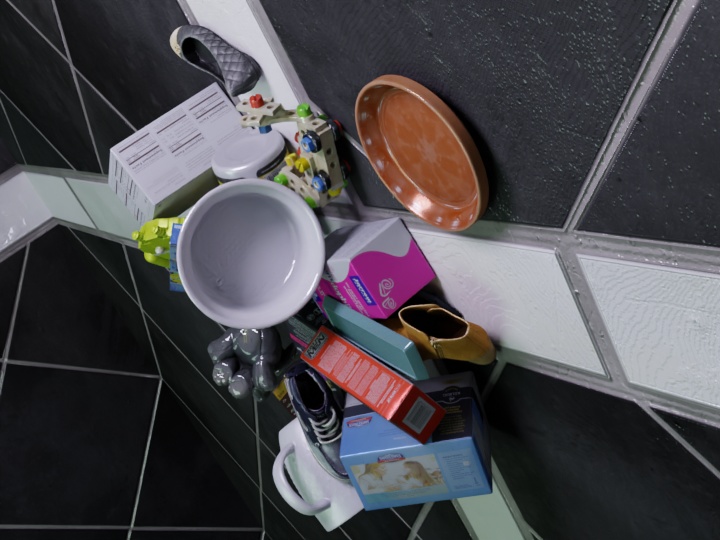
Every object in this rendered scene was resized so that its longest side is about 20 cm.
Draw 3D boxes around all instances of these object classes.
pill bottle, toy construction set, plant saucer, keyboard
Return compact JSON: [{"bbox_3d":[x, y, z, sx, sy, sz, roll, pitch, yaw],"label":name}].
[{"bbox_3d":[-0.137,-0.103,1.411,0.114,0.114,0.201,26,146,46],"label":"pill bottle"},{"bbox_3d":[-0.082,-0.162,1.262,0.131,0.092,0.200,31,160,41],"label":"toy construction set"},{"bbox_3d":[0.073,-0.136,1.072,0.200,0.032,0.201,41,156,23],"label":"plant saucer"},{"bbox_3d":[0.015,0.092,1.274,0.200,0.019,0.070,27,149,49],"label":"plant saucer"},{"bbox_3d":[0.077,0.056,1.367,0.104,0.040,0.200,29,157,-7],"label":"keyboard"}]

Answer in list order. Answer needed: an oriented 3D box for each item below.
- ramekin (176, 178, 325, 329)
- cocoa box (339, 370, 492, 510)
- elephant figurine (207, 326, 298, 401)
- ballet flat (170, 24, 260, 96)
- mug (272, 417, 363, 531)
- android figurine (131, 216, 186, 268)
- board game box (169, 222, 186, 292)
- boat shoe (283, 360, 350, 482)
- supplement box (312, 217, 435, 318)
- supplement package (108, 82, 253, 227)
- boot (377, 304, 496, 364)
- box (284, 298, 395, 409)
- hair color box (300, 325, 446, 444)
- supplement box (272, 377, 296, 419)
[{"bbox_3d":[-0.155,-0.026,1.276,0.201,0.200,0.098,58,170,-15],"label":"ramekin"},{"bbox_3d":[0.084,0.252,1.372,0.199,0.132,0.134,-12,127,14],"label":"cocoa box"},{"bbox_3d":[-0.172,0.146,1.620,0.142,0.155,0.200,68,-165,8],"label":"elephant figurine"},{"bbox_3d":[-0.220,-0.305,1.339,0.200,0.057,0.067,33,150,38],"label":"ballet flat"},{"bbox_3d":[-0.061,0.315,1.499,0.176,0.200,0.148,53,127,7],"label":"mug"},{"bbox_3d":[-0.266,-0.039,1.473,0.181,0.041,0.200,-11,161,35],"label":"android figurine"},{"bbox_3d":[-0.221,-0.010,1.419,0.134,0.035,0.200,7,158,-10],"label":"board game box"},{"bbox_3d":[-0.057,0.231,1.398,0.201,0.074,0.093,60,174,0],"label":"boat shoe"},{"bbox_3d":[0.000,0.000,1.322,0.101,0.103,0.200,57,155,-13],"label":"supplement box"},{"bbox_3d":[-0.282,-0.172,1.468,0.111,0.200,0.156,51,158,3],"label":"supplement package"},{"bbox_3d":[0.076,0.077,1.240,0.200,0.071,0.144,7,162,30],"label":"boot"},{"bbox_3d":[-0.032,0.112,1.521,0.106,0.122,0.201,30,150,39],"label":"box"},{"bbox_3d":[0.016,0.159,1.314,0.200,0.061,0.101,30,171,45],"label":"hair color box"},{"bbox_3d":[-0.036,0.240,1.705,0.200,0.133,0.197,49,158,5],"label":"supplement box"}]
